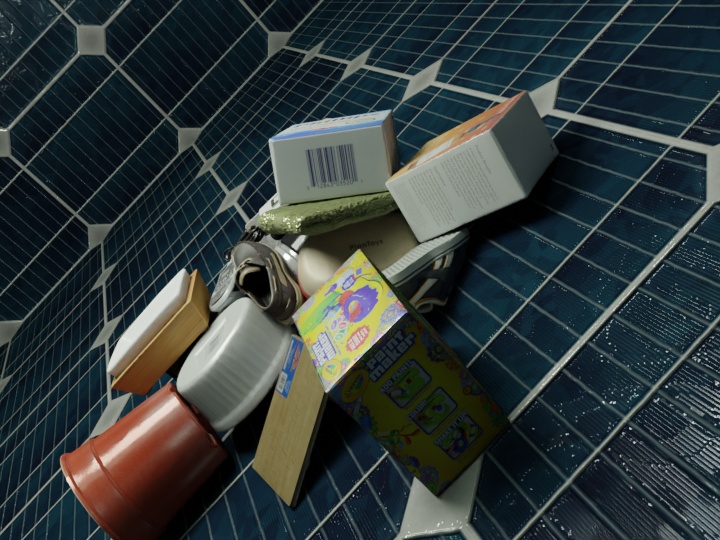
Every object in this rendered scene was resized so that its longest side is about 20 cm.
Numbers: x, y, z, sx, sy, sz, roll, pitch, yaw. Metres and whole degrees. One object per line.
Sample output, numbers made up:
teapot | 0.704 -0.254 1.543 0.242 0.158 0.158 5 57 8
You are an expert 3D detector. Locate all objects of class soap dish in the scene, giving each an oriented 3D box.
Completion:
soap dish | -0.334 0.105 1.414 0.200 0.081 0.158 -46 18 8

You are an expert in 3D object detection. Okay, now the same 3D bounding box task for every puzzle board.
puzzle board | -0.090 0.202 1.157 0.150 0.017 0.205 17 90 62

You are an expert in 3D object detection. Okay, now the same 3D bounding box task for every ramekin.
ramekin | -0.198 0.141 1.304 0.200 0.097 0.201 -45 17 18

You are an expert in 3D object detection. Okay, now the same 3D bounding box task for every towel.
towel | -0.042 -0.088 1.253 0.197 0.037 0.147 -18 15 -31

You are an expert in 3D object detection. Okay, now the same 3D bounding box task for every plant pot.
plant pot | -0.319 0.295 1.283 0.194 0.202 0.200 -40 24 -10

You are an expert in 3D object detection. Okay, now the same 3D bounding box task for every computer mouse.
computer mouse | -0.214 0.008 1.440 0.109 0.044 0.202 -40 25 30

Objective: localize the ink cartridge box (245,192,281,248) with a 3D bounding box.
ink cartridge box | -0.104 -0.099 1.513 0.200 0.116 0.068 -43 25 10

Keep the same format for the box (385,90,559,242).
box | 0.162 -0.149 1.211 0.198 0.108 0.152 -23 15 41

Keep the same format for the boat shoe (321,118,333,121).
boat shoe | 0.002 -0.194 1.475 0.070 0.201 0.072 -35 17 33

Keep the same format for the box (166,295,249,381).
box | -0.249 0.122 1.464 0.201 0.079 0.140 -53 30 -14

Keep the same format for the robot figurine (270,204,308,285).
robot figurine | -0.063 -0.042 1.399 0.201 0.125 0.150 -50 40 -6

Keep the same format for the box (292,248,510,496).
box | 0.040 0.111 0.960 0.122 0.193 0.200 -43 25 3

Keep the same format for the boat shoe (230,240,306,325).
boat shoe | -0.157 0.006 1.309 0.075 0.073 0.200 -56 46 8

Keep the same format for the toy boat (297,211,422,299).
toy boat | 0.000 0.000 1.286 0.195 0.132 0.133 -12 56 -7

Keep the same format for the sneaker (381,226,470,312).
sneaker | 0.096 0.008 1.178 0.078 0.081 0.199 -14 15 49

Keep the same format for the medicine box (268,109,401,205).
medicine box | -0.034 -0.183 1.327 0.177 0.106 0.200 -7 16 8

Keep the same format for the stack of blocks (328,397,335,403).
stack of blocks | -0.021 0.127 1.193 0.116 0.059 0.199 -54 26 -17
